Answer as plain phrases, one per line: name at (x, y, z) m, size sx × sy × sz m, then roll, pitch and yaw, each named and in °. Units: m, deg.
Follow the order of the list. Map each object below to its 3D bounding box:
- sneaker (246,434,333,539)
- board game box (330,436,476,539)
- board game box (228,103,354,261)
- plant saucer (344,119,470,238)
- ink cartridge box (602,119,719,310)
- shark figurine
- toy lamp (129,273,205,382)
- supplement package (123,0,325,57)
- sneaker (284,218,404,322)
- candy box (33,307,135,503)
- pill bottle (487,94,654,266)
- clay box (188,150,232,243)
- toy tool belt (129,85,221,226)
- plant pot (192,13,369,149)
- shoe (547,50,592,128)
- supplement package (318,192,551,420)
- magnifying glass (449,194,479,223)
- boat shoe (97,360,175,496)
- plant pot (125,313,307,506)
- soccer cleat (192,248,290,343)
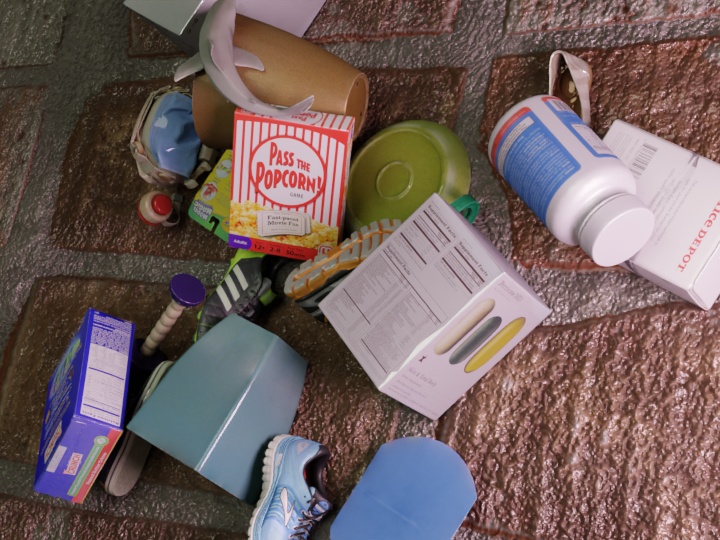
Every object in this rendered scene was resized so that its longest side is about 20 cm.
sneaker at (-0.082, 0.302, 1.641) m, size 0.090 × 0.078 × 0.201 m, roll -3°, pitch 69°, yaw 27°
board game box at (0.056, 0.300, 1.583) m, size 0.158 × 0.039 × 0.200 m, roll 26°, pitch 80°, yaw 41°
board game box at (-0.092, -0.114, 1.728) m, size 0.151 × 0.201 × 0.046 m, roll 10°, pitch 31°, yaw 7°
plant saucer at (0.051, -0.116, 1.760) m, size 0.199 × 0.031 × 0.201 m, roll -12°, pitch 65°, yaw 27°
ink cartridge box at (0.348, -0.064, 1.524) m, size 0.200 × 0.083 × 0.147 m, roll 32°, pitch 89°, yaw 37°
shark figurine at (-0.159, -0.253, 1.655) m, size 0.128 × 0.090 × 0.215 m, roll -35°, pitch 70°, yaw -8°
toy lamp at (-0.278, 0.085, 1.819) m, size 0.200 × 0.058 × 0.058 m, roll -54°, pitch 47°, yaw 39°
supplement package at (-0.194, -0.395, 1.920) m, size 0.147 × 0.200 × 0.192 m, roll 34°, pitch 89°, yaw 37°
sneaker at (0.000, 0.000, 1.716) m, size 0.200 × 0.077 × 0.078 m, roll -26°, pitch 26°, yaw 21°
candy box at (-0.375, 0.183, 1.794) m, size 0.169 × 0.077 × 0.200 m, roll -54°, pitch 25°, yaw 36°
pill bottle at (0.239, -0.099, 1.486) m, size 0.112 × 0.112 × 0.200 m, roll -42°, pitch 51°, yaw 10°
clay box at (-0.150, -0.134, 1.878) m, size 0.115 × 0.048 × 0.200 m, roll 34°, pitch 90°, yaw 35°
toy tool belt at (-0.266, -0.172, 1.909) m, size 0.123 × 0.125 × 0.201 m, roll -18°, pitch 60°, yaw 49°
plant pot at (-0.097, -0.238, 1.772) m, size 0.199 × 0.186 × 0.187 m, roll 13°, pitch 77°, yaw 18°
shoe at (0.255, -0.182, 1.648) m, size 0.070 × 0.053 × 0.201 m, roll -9°, pitch 66°, yaw 28°
supplement package at (0.090, 0.046, 1.593) m, size 0.200 × 0.152 × 0.151 m, roll -44°, pitch 55°, yaw 8°
magnifying glass at (0.082, -0.014, 1.680) m, size 0.022 × 0.080 × 0.200 m, roll 41°, pitch 106°, yaw 21°
boat shoe at (-0.312, 0.211, 1.821) m, size 0.062 × 0.075 × 0.201 m, roll 27°, pitch 91°, yaw 30°
plant pot at (-0.170, 0.170, 1.716) m, size 0.141 × 0.141 × 0.200 m, roll 23°, pitch 76°, yaw 36°
soccer cleat at (-0.162, 0.043, 1.787) m, size 0.081 × 0.068 × 0.200 m, roll 10°, pitch 61°, yaw 28°
